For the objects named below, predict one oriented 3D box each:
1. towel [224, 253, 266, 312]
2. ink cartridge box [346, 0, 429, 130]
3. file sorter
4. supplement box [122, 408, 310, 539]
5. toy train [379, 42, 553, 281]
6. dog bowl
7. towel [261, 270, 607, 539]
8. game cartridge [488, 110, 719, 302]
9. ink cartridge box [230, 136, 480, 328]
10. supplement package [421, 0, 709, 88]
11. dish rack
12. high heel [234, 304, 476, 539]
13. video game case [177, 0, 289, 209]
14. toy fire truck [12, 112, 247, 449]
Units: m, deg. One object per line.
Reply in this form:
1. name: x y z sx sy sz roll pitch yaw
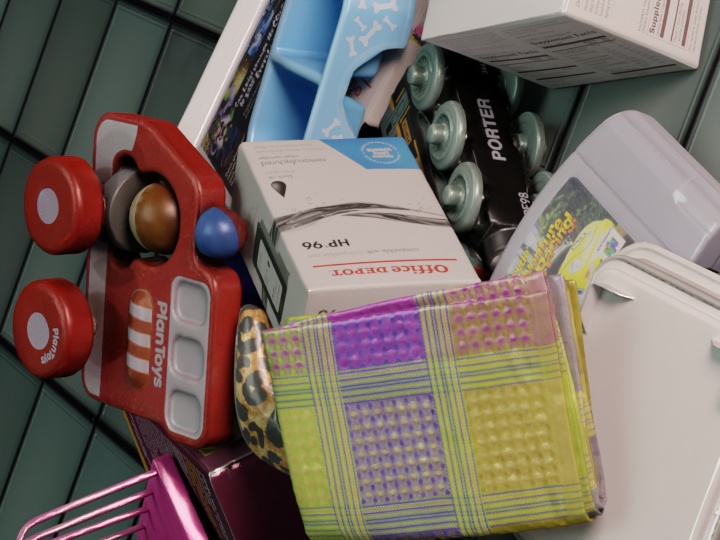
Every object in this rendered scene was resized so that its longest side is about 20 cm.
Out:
1. towel: -0.029 0.012 1.695 0.200 0.147 0.050 -136 54 -58
2. ink cartridge box: 0.034 -0.168 1.760 0.200 0.067 0.117 -61 32 18
3. file sorter: -0.165 0.236 1.709 0.139 0.125 0.200 65 164 16
4. supplement box: -0.070 0.111 1.704 0.200 0.131 0.103 38 150 58
5. toy train: 0.069 -0.063 1.648 0.114 0.085 0.200 119 147 -44
6. dog bowl: -0.025 -0.133 1.721 0.111 0.049 0.200 32 107 59
7. towel: 0.044 0.084 1.437 0.200 0.023 0.144 -10 92 28
8. game cartridge: 0.141 0.010 1.510 0.200 0.041 0.133 -59 41 21
9. ink cartridge box: 0.000 0.000 1.558 0.200 0.116 0.068 -116 30 -48
10. supplement package: 0.141 -0.231 1.578 0.156 0.111 0.201 -3 72 57
11. dish rack: 0.160 0.095 1.415 0.172 0.043 0.200 30 106 46
12. high heel: -0.001 0.102 1.531 0.142 0.071 0.200 -19 95 51
13. video game case: -0.067 -0.139 1.793 0.023 0.182 0.200 20 75 17
14. toy fire truck: -0.132 0.003 1.633 0.168 0.112 0.201 16 104 46
